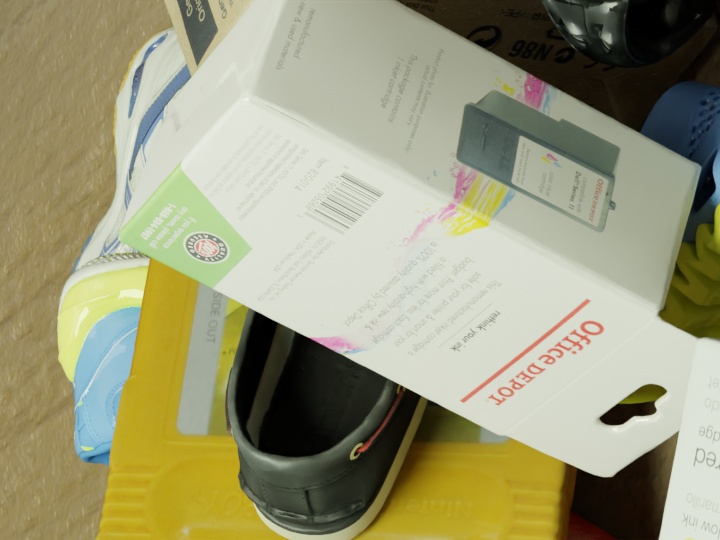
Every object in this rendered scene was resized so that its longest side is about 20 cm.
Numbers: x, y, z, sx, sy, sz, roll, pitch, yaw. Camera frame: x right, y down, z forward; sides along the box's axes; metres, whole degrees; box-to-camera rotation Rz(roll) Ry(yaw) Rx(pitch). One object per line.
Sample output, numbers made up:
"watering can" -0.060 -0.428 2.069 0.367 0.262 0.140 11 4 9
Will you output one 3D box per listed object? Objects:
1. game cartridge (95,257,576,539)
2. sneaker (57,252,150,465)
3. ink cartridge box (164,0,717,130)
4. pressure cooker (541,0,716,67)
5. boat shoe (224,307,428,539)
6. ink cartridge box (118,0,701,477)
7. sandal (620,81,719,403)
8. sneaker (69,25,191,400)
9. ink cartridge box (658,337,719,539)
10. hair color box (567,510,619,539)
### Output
"game cartridge" -0.001 0.033 1.125 0.032 0.176 0.200 72 -158 -56
"sneaker" -0.027 0.050 1.195 0.200 0.076 0.105 1 72 13
"ink cartridge box" 0.015 -0.139 1.118 0.075 0.200 0.165 -55 43 39
"pressure cooker" 0.107 -0.168 1.006 0.179 0.176 0.200 22 101 59
"boat shoe" 0.003 0.000 1.093 0.063 0.074 0.201 75 -152 -58
"ink cartridge box" 0.034 -0.014 1.010 0.117 0.200 0.067 -42 24 54
"sandal" 0.128 -0.032 1.043 0.200 0.079 0.087 -44 58 43
"sneaker" -0.074 -0.009 1.263 0.088 0.075 0.200 7 91 60
"ink cartridge box" 0.156 0.132 0.858 0.145 0.083 0.200 17 100 46
"hair color box" 0.061 0.145 1.145 0.200 0.061 0.102 30 111 52
